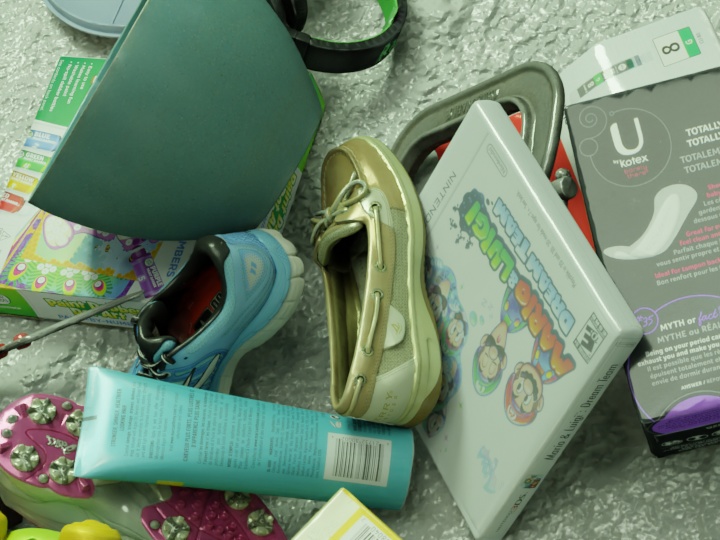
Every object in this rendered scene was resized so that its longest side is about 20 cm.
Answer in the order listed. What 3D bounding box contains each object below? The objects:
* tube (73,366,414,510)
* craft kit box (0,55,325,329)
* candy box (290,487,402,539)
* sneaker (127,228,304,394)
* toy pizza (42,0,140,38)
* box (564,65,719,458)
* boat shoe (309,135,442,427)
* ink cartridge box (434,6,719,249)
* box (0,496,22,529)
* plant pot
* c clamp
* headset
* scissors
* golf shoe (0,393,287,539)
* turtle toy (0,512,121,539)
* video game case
[{"bbox_3d":[-0.069,0.105,1.414,0.200,0.050,0.077,10,48,-9],"label":"tube"},{"bbox_3d":[-0.144,-0.052,1.606,0.197,0.049,0.200,6,59,18],"label":"craft kit box"},{"bbox_3d":[0.027,0.225,1.349,0.200,0.026,0.102,40,78,22],"label":"candy box"},{"bbox_3d":[-0.123,0.053,1.469,0.078,0.090,0.200,39,104,32],"label":"sneaker"},{"bbox_3d":[-0.147,-0.247,1.744,0.200,0.032,0.200,-9,55,13],"label":"toy pizza"},{"bbox_3d":[0.203,-0.005,1.389,0.122,0.106,0.200,-14,73,7],"label":"box"},{"bbox_3d":[-0.001,0.002,1.450,0.063,0.073,0.201,8,59,-29],"label":"boat shoe"},{"bbox_3d":[0.156,-0.071,1.519,0.200,0.050,0.161,-19,53,2],"label":"ink cartridge box"},{"bbox_3d":[-0.297,0.143,1.431,0.100,0.200,0.075,5,104,22],"label":"box"},{"bbox_3d":[-0.104,-0.098,1.501,0.135,0.200,0.200,29,64,-9],"label":"plant pot"},{"bbox_3d":[0.069,-0.049,1.491,0.200,0.027,0.171,-14,60,52],"label":"c clamp"},{"bbox_3d":[-0.061,-0.211,1.622,0.200,0.094,0.124,20,46,-2],"label":"headset"},{"bbox_3d":[-0.234,0.050,1.555,0.200,0.073,0.014,-24,90,-2],"label":"scissors"},{"bbox_3d":[-0.137,0.147,1.442,0.200,0.092,0.075,29,55,0],"label":"golf shoe"},{"bbox_3d":[-0.169,0.220,1.391,0.200,0.101,0.146,6,82,18],"label":"turtle toy"},{"bbox_3d":[0.077,0.030,1.414,0.024,0.182,0.200,3,43,-35],"label":"video game case"}]
